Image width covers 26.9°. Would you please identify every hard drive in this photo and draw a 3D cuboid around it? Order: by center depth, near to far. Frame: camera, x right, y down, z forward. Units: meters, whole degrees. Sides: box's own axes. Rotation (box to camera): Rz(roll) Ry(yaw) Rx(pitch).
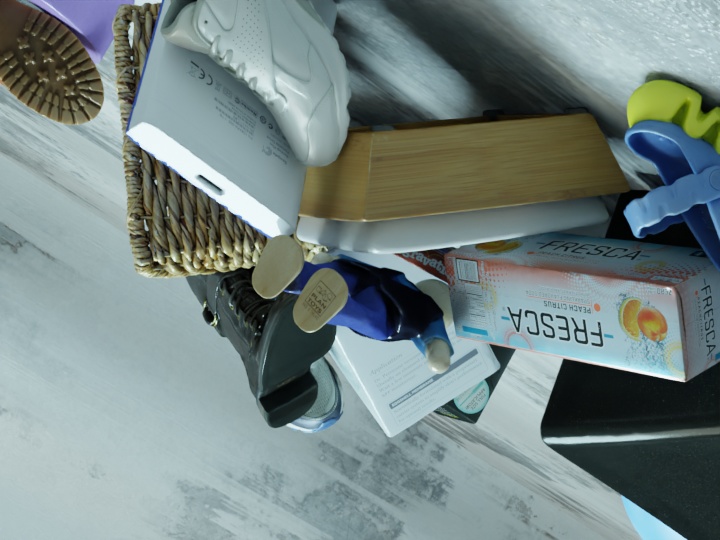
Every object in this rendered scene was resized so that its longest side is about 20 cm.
[{"bbox_3d":[-0.080,-0.136,0.997,0.025,0.201,0.132,-23,134,38],"label":"hard drive"}]

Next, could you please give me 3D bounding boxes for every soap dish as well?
[{"bbox_3d":[0.058,-0.065,1.029,0.198,0.082,0.157,-7,-172,-23],"label":"soap dish"}]

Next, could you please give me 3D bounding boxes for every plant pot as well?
[{"bbox_3d":[0.275,0.070,1.026,0.199,0.201,0.177,35,157,-31],"label":"plant pot"}]

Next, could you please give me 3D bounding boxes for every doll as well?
[{"bbox_3d":[0.011,0.023,1.027,0.136,0.049,0.200,38,-167,26],"label":"doll"}]

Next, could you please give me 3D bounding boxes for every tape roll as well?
[{"bbox_3d":[-0.305,-0.269,1.355,0.199,0.066,0.200,29,170,6],"label":"tape roll"}]

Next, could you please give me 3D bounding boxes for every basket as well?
[{"bbox_3d":[-0.115,-0.099,1.140,0.148,0.202,0.143,-7,-179,-14],"label":"basket"}]

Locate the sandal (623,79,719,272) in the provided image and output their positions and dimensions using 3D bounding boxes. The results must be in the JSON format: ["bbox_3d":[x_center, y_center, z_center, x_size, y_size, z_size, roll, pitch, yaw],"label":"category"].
[{"bbox_3d":[0.236,-0.030,0.898,0.199,0.088,0.080,27,166,8],"label":"sandal"}]

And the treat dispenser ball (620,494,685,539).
[{"bbox_3d":[0.330,0.177,1.346,0.200,0.202,0.201,29,171,5],"label":"treat dispenser ball"}]

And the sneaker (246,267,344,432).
[{"bbox_3d":[-0.082,0.058,1.366,0.201,0.077,0.085,55,168,27],"label":"sneaker"}]

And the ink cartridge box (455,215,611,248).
[{"bbox_3d":[0.155,-0.004,1.279,0.145,0.088,0.200,29,172,4],"label":"ink cartridge box"}]

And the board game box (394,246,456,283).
[{"bbox_3d":[0.105,0.015,1.133,0.199,0.020,0.103,28,-174,7],"label":"board game box"}]

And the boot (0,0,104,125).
[{"bbox_3d":[-0.310,-0.201,1.335,0.200,0.075,0.107,39,173,-7],"label":"boot"}]

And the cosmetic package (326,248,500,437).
[{"bbox_3d":[0.000,0.000,1.324,0.201,0.122,0.199,63,173,-33],"label":"cosmetic package"}]

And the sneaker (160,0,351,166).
[{"bbox_3d":[-0.075,-0.149,0.943,0.078,0.099,0.201,19,134,63],"label":"sneaker"}]

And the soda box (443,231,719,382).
[{"bbox_3d":[0.148,0.018,0.980,0.199,0.068,0.064,10,116,48],"label":"soda box"}]

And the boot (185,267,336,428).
[{"bbox_3d":[-0.098,0.024,1.249,0.175,0.069,0.201,55,154,24],"label":"boot"}]

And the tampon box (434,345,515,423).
[{"bbox_3d":[0.064,0.053,1.660,0.199,0.151,0.126,32,171,-14],"label":"tampon box"}]
